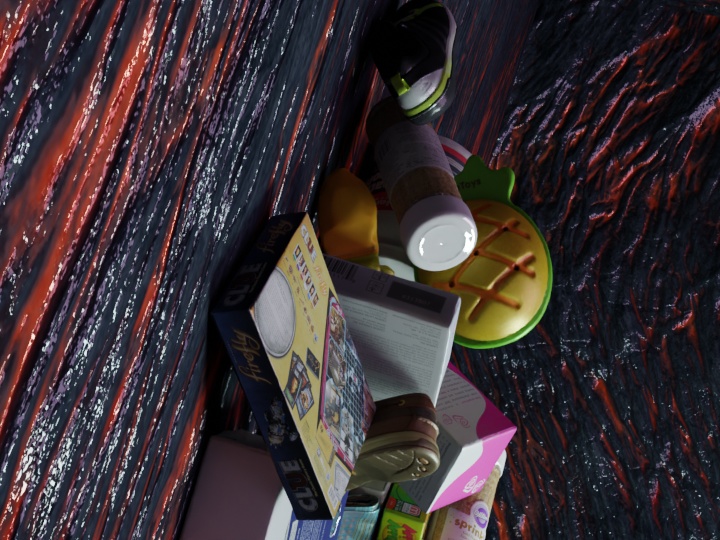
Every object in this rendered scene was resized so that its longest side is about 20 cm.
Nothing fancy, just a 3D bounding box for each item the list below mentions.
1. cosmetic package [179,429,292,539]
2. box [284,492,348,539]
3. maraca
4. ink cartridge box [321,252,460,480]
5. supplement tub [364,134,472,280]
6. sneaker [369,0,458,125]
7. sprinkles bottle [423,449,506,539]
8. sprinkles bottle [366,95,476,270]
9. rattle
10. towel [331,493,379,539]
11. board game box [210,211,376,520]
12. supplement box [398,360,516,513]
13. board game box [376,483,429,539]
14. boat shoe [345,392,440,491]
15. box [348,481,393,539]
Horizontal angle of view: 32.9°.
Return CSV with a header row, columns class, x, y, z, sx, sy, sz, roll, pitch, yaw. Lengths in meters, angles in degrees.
class,x,y,z,sx,sy,sz,roll,pitch,yaw
cosmetic package,-0.110,0.240,1.008,0.101,0.070,0.202,30,75,-82
box,-0.081,0.269,1.186,0.199,0.032,0.123,-20,128,-54
maraca,0.115,-0.020,1.207,0.107,0.135,0.202,67,9,-68
ink cartridge box,-0.004,0.086,1.108,0.057,0.161,0.201,-64,166,-45
supplement tub,0.054,-0.041,1.338,0.141,0.139,0.201,98,11,-48
sneaker,0.049,-0.226,1.190,0.071,0.083,0.201,-35,-147,23
sprinkles bottle,0.111,0.281,1.364,0.069,0.067,0.201,96,12,-52
sprinkles bottle,0.055,-0.089,1.175,0.201,0.067,0.069,-106,-160,-47
rattle,0.000,0.000,1.216,0.144,0.129,0.200,66,18,14
towel,-0.063,0.326,1.306,0.022,0.145,0.202,-124,-140,-53
board game box,-0.046,0.075,0.958,0.136,0.034,0.202,-63,141,-53
supplement box,0.058,0.152,1.337,0.101,0.200,0.104,-9,133,-46
board game box,0.059,0.266,1.396,0.200,0.047,0.103,-61,164,-63
boat shoe,-0.018,0.154,1.093,0.072,0.198,0.068,48,38,-45
box,-0.037,0.281,1.391,0.109,0.126,0.202,-60,164,-60
